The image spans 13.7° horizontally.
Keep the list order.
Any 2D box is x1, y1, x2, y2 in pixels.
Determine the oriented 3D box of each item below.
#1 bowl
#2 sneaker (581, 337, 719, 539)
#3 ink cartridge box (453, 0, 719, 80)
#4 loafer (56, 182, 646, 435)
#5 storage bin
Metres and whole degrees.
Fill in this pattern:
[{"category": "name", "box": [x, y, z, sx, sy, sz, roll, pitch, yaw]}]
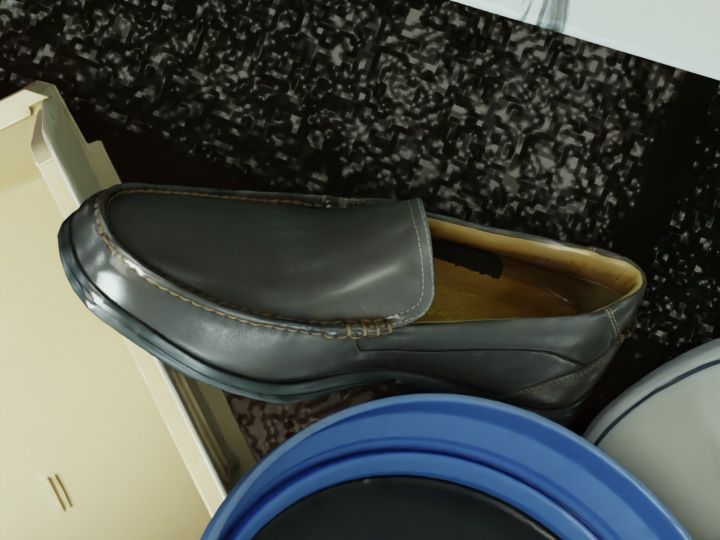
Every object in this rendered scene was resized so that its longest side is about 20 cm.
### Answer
[{"category": "bowl", "box": [0.031, 0.137, 0.929, 0.200, 0.039, 0.201, 12, 61, -22]}, {"category": "sneaker", "box": [0.162, 0.056, 0.984, 0.199, 0.071, 0.073, -14, 108, 19]}, {"category": "ink cartridge box", "box": [0.051, -0.125, 0.942, 0.199, 0.147, 0.083, 17, 101, 2]}, {"category": "loafer", "box": [0.000, 0.000, 0.960, 0.200, 0.073, 0.072, 11, 136, -33]}, {"category": "storage bin", "box": [-0.148, 0.067, 1.009, 0.200, 0.094, 0.199, -25, 96, 7]}]
